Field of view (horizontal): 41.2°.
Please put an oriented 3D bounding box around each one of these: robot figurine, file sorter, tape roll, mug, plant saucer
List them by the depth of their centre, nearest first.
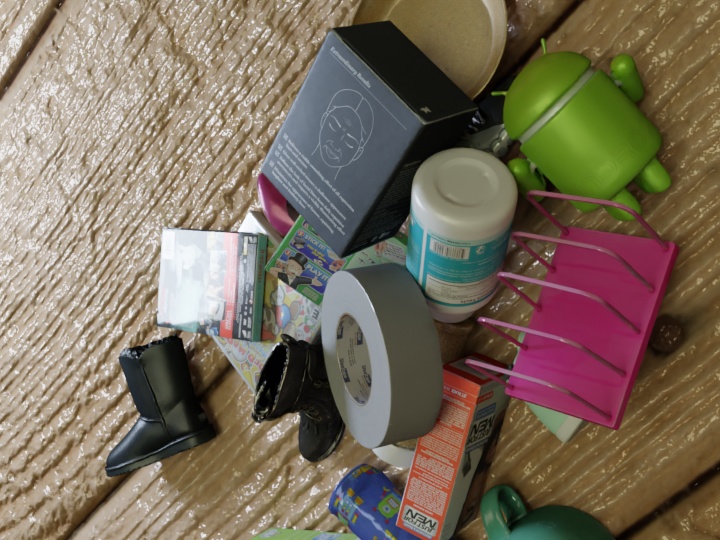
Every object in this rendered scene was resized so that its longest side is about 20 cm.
[{"bbox_3d":[0.211,0.035,0.985,0.138,0.125,0.202,13,77,44],"label":"file sorter"},{"bbox_3d":[0.233,-0.143,1.005,0.200,0.116,0.175,45,97,0],"label":"robot figurine"},{"bbox_3d":[0.020,0.095,1.085,0.200,0.065,0.203,170,90,-68],"label":"tape roll"},{"bbox_3d":[0.201,0.351,1.089,0.183,0.114,0.154,19,104,28],"label":"mug"},{"bbox_3d":[0.078,-0.260,1.090,0.198,0.035,0.203,-4,81,27],"label":"plant saucer"}]

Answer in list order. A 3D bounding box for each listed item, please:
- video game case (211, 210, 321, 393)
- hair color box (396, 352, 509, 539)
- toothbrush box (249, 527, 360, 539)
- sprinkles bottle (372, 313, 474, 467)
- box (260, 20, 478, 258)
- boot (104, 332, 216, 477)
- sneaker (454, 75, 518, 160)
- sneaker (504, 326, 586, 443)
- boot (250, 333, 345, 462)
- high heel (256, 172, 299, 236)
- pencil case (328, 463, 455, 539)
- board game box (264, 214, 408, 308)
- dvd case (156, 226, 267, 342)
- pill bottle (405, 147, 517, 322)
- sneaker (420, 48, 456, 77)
[{"bbox_3d":[-0.134,0.052,1.301,0.200,0.023,0.183,47,117,28],"label":"video game case"},{"bbox_3d":[0.114,0.208,1.131,0.063,0.110,0.203,22,106,28],"label":"hair color box"},{"bbox_3d":[-0.056,0.430,1.271,0.198,0.086,0.148,-4,93,30],"label":"toothbrush box"},{"bbox_3d":[0.074,0.140,1.167,0.068,0.068,0.202,30,112,25],"label":"sprinkles bottle"},{"bbox_3d":[0.005,-0.142,1.043,0.149,0.107,0.201,48,130,16],"label":"box"},{"bbox_3d":[-0.317,0.197,1.410,0.198,0.076,0.170,-24,86,24],"label":"boot"},{"bbox_3d":[0.101,-0.148,1.097,0.114,0.075,0.201,24,112,-13],"label":"sneaker"},{"bbox_3d":[0.238,0.081,1.064,0.118,0.073,0.202,40,113,21],"label":"sneaker"},{"bbox_3d":[-0.081,0.164,1.208,0.069,0.173,0.203,20,105,27],"label":"boot"},{"bbox_3d":[-0.052,-0.062,1.225,0.096,0.067,0.201,-41,79,38],"label":"high heel"},{"bbox_3d":[0.054,0.326,1.198,0.199,0.087,0.079,36,148,24],"label":"pencil case"},{"bbox_3d":[0.000,0.000,1.174,0.199,0.029,0.135,34,113,-7],"label":"board game box"},{"bbox_3d":[-0.210,0.016,1.337,0.198,0.022,0.148,4,91,37],"label":"dvd case"},{"bbox_3d":[0.105,-0.028,1.045,0.110,0.111,0.201,36,150,23],"label":"pill bottle"},{"bbox_3d":[0.039,-0.197,1.165,0.100,0.069,0.200,47,108,20],"label":"sneaker"}]
